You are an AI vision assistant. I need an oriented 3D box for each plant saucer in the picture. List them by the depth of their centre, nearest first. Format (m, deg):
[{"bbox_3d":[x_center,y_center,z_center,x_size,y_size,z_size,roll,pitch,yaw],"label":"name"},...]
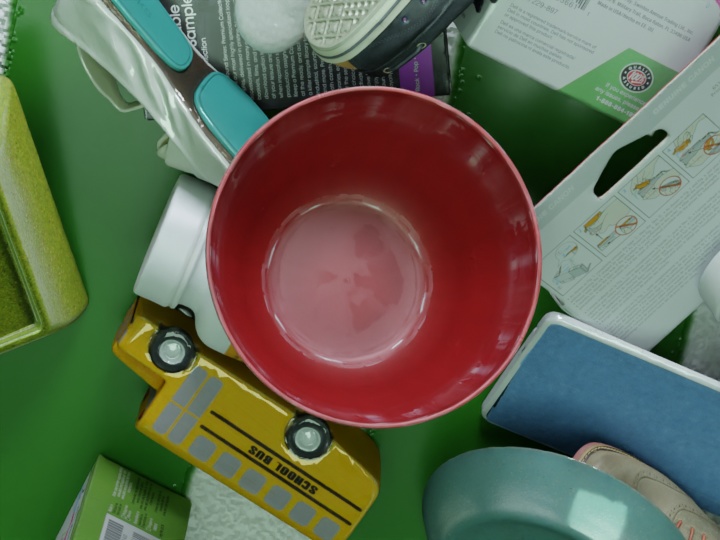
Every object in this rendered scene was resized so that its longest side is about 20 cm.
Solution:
[{"bbox_3d":[-0.281,0.000,1.574,0.198,0.048,0.201,-22,130,-8],"label":"plant saucer"},{"bbox_3d":[0.126,0.197,1.644,0.199,0.036,0.201,18,141,15],"label":"plant saucer"}]

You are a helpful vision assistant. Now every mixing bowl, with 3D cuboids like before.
[{"bbox_3d":[0.000,0.000,1.500,0.198,0.108,0.202,2,80,-10],"label":"mixing bowl"}]

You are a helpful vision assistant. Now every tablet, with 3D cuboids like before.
[{"bbox_3d":[0.190,0.098,1.648,0.199,0.014,0.130,22,141,-7],"label":"tablet"}]

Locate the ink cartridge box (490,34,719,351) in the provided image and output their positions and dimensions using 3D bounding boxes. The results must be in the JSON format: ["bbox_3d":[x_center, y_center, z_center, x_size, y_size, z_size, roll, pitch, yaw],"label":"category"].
[{"bbox_3d":[0.192,-0.052,1.572,0.200,0.044,0.173,-43,133,13],"label":"ink cartridge box"}]

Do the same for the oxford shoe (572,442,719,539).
[{"bbox_3d":[0.214,0.179,1.651,0.200,0.075,0.071,39,72,-29],"label":"oxford shoe"}]

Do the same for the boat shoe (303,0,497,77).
[{"bbox_3d":[0.055,-0.188,1.476,0.200,0.075,0.062,-42,137,14],"label":"boat shoe"}]

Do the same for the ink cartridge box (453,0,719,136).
[{"bbox_3d":[0.161,-0.208,1.527,0.144,0.088,0.201,23,109,-22],"label":"ink cartridge box"}]

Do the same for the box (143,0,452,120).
[{"bbox_3d":[-0.046,-0.175,1.582,0.198,0.036,0.144,-5,107,1],"label":"box"}]

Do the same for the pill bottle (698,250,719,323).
[{"bbox_3d":[0.300,0.064,1.560,0.111,0.111,0.201,-42,62,13],"label":"pill bottle"}]

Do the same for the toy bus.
[{"bbox_3d":[-0.078,0.096,1.657,0.199,0.065,0.079,33,107,-10],"label":"toy bus"}]

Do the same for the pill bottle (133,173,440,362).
[{"bbox_3d":[-0.038,0.013,1.603,0.199,0.111,0.112,22,107,-7],"label":"pill bottle"}]

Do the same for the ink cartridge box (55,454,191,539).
[{"bbox_3d":[-0.193,0.247,1.664,0.075,0.148,0.201,27,107,-8],"label":"ink cartridge box"}]

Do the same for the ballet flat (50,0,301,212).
[{"bbox_3d":[-0.117,-0.107,1.561,0.069,0.069,0.200,-39,100,13],"label":"ballet flat"}]

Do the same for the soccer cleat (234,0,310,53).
[{"bbox_3d":[-0.015,-0.216,1.506,0.068,0.085,0.201,34,104,-9],"label":"soccer cleat"}]
